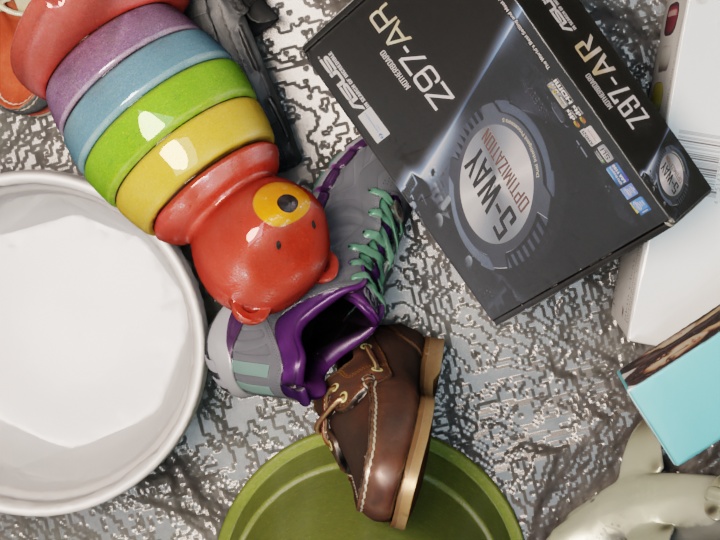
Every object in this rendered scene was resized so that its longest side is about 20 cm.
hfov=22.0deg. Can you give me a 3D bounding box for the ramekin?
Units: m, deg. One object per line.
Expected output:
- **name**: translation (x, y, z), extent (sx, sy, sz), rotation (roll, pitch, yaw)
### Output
- **ramekin**: translation (-0.185, 0.039, 1.105), extent (0.199, 0.105, 0.201), rotation (0, 94, 3)

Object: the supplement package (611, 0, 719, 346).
- **supplement package**: translation (0.240, -0.051, 1.067), extent (0.155, 0.111, 0.201), rotation (10, 95, 3)

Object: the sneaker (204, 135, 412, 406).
- **sneaker**: translation (0.000, 0.000, 1.067), extent (0.200, 0.087, 0.074), rotation (-55, 132, -21)

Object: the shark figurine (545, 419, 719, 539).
- **shark figurine**: translation (0.216, 0.161, 1.093), extent (0.090, 0.214, 0.128), rotation (47, 62, -38)

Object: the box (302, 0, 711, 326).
- **box**: translation (0.076, -0.085, 1.022), extent (0.200, 0.044, 0.160), rotation (55, 140, -2)

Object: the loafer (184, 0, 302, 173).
- **loafer**: translation (-0.085, -0.149, 1.107), extent (0.070, 0.068, 0.201), rotation (-14, 90, -15)

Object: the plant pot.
- **plant pot**: translation (-0.001, 0.202, 1.064), extent (0.199, 0.190, 0.201), rotation (0, 95, 4)

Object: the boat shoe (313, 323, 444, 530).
- **boat shoe**: translation (0.007, 0.084, 1.051), extent (0.070, 0.200, 0.071), rotation (16, 107, -2)

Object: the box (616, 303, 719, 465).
- **box**: translation (0.233, 0.024, 0.978), extent (0.200, 0.082, 0.049), rotation (-34, 91, 5)

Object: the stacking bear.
- **stacking bear**: translation (-0.092, -0.064, 1.014), extent (0.200, 0.121, 0.114), rotation (53, 138, 11)

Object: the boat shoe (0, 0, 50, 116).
- **boat shoe**: translation (-0.195, -0.185, 1.091), extent (0.071, 0.063, 0.201), rotation (17, 110, 15)
